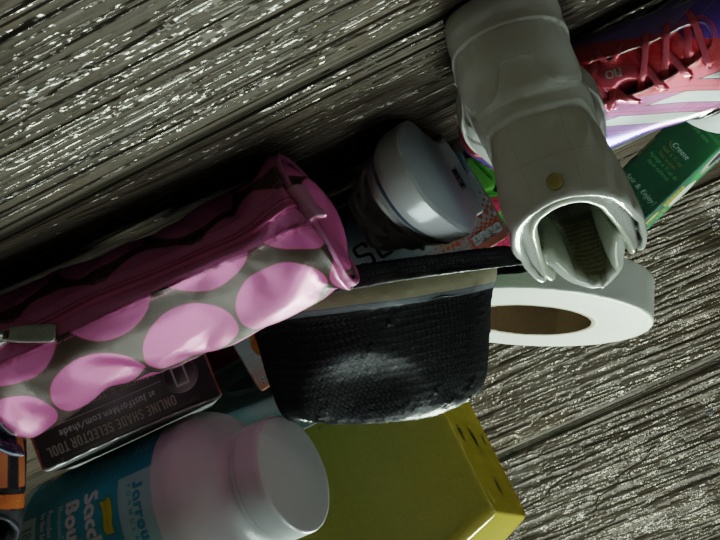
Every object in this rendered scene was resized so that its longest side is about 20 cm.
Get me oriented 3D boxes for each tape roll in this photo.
[{"bbox_3d":[0.134,0.022,1.132,0.200,0.038,0.203,3,165,1],"label":"tape roll"}]

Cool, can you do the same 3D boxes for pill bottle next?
[{"bbox_3d":[-0.117,0.153,0.849,0.198,0.112,0.110,-27,174,26],"label":"pill bottle"}]

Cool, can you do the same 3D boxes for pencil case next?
[{"bbox_3d":[-0.102,0.012,0.708,0.198,0.091,0.094,-26,155,-1],"label":"pencil case"}]

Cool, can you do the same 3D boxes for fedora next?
[{"bbox_3d":[0.011,0.041,0.833,0.198,0.093,0.201,-8,180,0],"label":"fedora"}]

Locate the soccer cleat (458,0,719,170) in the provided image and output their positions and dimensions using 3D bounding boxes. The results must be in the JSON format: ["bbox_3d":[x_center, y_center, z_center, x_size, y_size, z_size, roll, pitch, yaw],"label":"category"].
[{"bbox_3d":[0.143,-0.104,0.763,0.199,0.069,0.073,-26,167,34],"label":"soccer cleat"}]

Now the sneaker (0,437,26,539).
[{"bbox_3d":[-0.283,0.139,0.826,0.197,0.114,0.077,-11,172,22],"label":"sneaker"}]

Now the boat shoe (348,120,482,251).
[{"bbox_3d":[0.027,-0.038,0.831,0.065,0.074,0.200,-29,173,11],"label":"boat shoe"}]

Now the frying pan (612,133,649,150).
[{"bbox_3d":[0.217,-0.123,1.112,0.114,0.031,0.190,-28,177,21],"label":"frying pan"}]

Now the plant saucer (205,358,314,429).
[{"bbox_3d":[-0.067,0.086,1.043,0.198,0.028,0.200,-23,-169,5],"label":"plant saucer"}]

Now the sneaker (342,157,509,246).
[{"bbox_3d":[0.040,-0.032,1.037,0.197,0.078,0.084,-19,-172,3],"label":"sneaker"}]

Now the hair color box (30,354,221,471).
[{"bbox_3d":[-0.150,0.076,0.893,0.110,0.065,0.200,-23,177,-10],"label":"hair color box"}]

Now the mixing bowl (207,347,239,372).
[{"bbox_3d":[-0.167,0.105,1.189,0.198,0.110,0.200,-24,174,-3],"label":"mixing bowl"}]

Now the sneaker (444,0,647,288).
[{"bbox_3d":[0.089,-0.041,0.662,0.073,0.117,0.200,-19,165,12],"label":"sneaker"}]

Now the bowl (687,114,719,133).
[{"bbox_3d":[0.275,-0.136,0.886,0.199,0.091,0.201,-23,174,-2],"label":"bowl"}]

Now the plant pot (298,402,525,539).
[{"bbox_3d":[0.017,0.176,1.133,0.175,0.202,0.200,-30,162,10],"label":"plant pot"}]

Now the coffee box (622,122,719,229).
[{"bbox_3d":[0.259,-0.102,1.086,0.200,0.044,0.123,-45,170,12],"label":"coffee box"}]

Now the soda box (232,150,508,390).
[{"bbox_3d":[0.000,0.000,0.964,0.199,0.069,0.064,-32,-179,2],"label":"soda box"}]
